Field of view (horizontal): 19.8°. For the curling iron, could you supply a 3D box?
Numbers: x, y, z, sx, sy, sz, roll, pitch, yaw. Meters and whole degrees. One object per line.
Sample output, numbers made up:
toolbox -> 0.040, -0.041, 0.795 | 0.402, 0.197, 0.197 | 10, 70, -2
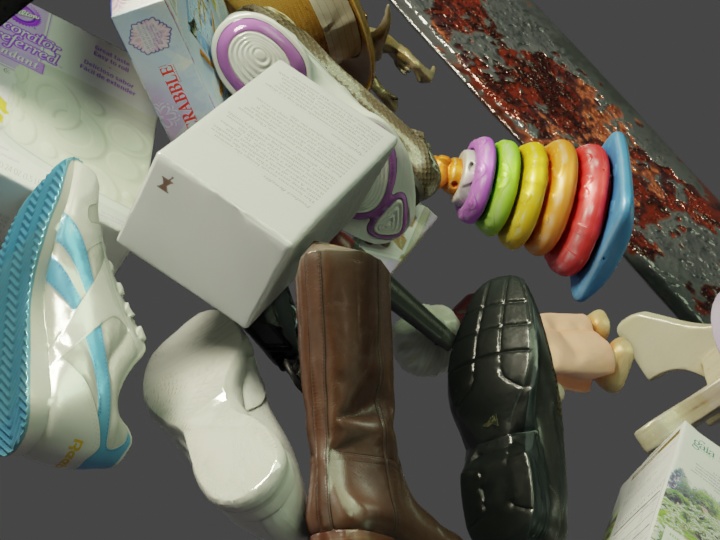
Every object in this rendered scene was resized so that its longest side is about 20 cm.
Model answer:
curling iron -> -0.016, -0.004, 1.418 | 0.199, 0.026, 0.050 | 36, 53, -14

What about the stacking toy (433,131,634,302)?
stacking toy -> 0.111, -0.064, 1.637 | 0.198, 0.117, 0.110 | 13, 40, -11

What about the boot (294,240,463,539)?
boot -> 0.014, 0.084, 1.257 | 0.186, 0.064, 0.202 | 24, 58, -66

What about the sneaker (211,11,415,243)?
sneaker -> -0.028, -0.109, 1.471 | 0.201, 0.075, 0.100 | 52, 5, -14

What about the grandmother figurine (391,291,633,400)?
grandmother figurine -> 0.108, 0.058, 1.508 | 0.198, 0.061, 0.121 | 6, 24, -35

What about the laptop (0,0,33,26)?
laptop -> -0.221, -0.231, 1.384 | 0.103, 0.177, 0.202 | 12, 63, -39

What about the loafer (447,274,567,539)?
loafer -> 0.105, 0.103, 1.410 | 0.072, 0.072, 0.202 | 32, 53, -49

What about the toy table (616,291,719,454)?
toy table -> 0.288, 0.087, 1.560 | 0.199, 0.117, 0.185 | 7, 50, -53

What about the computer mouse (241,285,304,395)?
computer mouse -> -0.047, 0.038, 1.348 | 0.200, 0.046, 0.141 | 46, -5, 39

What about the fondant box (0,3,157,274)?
fondant box -> -0.214, -0.092, 1.380 | 0.143, 0.058, 0.201 | 26, 33, -19

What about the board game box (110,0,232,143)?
board game box -> -0.125, -0.166, 1.463 | 0.201, 0.041, 0.200 | -98, 169, -48

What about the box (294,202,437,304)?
box -> 0.000, 0.000, 1.486 | 0.039, 0.042, 0.200 | 38, 32, 2

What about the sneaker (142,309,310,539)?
sneaker -> -0.075, 0.106, 1.269 | 0.089, 0.075, 0.200 | 55, 5, -36

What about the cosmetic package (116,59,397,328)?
cosmetic package -> -0.061, -0.053, 1.312 | 0.101, 0.072, 0.200 | 34, 29, 5

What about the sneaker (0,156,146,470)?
sneaker -> -0.174, 0.027, 1.240 | 0.080, 0.076, 0.202 | 18, 57, -29

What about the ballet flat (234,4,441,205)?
ballet flat -> -0.015, -0.128, 1.534 | 0.200, 0.067, 0.046 | 43, 63, 5

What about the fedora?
fedora -> -0.068, -0.209, 1.607 | 0.081, 0.201, 0.201 | -33, 68, -14

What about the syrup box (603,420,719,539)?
syrup box -> 0.212, 0.199, 1.404 | 0.079, 0.082, 0.200 | 37, 32, -3

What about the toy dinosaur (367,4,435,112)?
toy dinosaur -> 0.007, -0.178, 1.669 | 0.101, 0.058, 0.200 | 44, 0, -19
